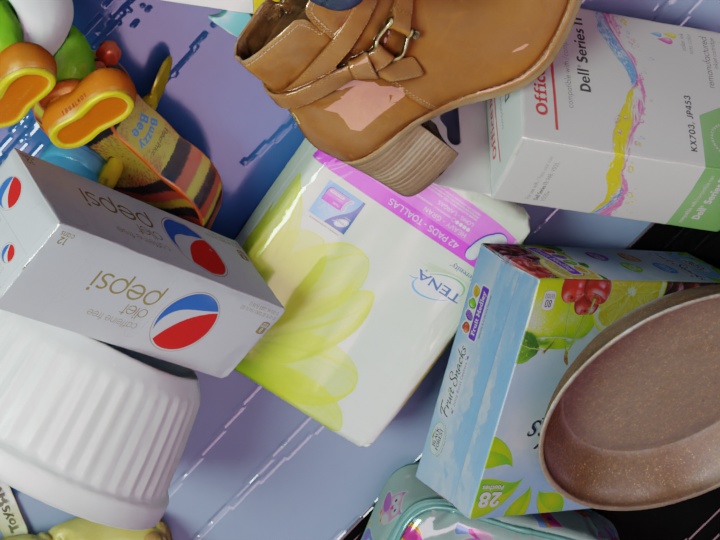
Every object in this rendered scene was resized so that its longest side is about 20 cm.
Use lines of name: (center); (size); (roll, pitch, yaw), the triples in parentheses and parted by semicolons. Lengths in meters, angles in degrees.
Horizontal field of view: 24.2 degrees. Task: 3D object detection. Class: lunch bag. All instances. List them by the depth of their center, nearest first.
lunch bag: (0.091, 0.236, 1.198); (0.199, 0.077, 0.161); (18, 105, -16)

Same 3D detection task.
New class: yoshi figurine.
yoshi figurine: (-0.182, -0.176, 0.940); (0.111, 0.201, 0.113); (-14, 151, -13)

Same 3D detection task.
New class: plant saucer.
plant saucer: (0.200, 0.074, 1.052); (0.199, 0.037, 0.201); (-12, 137, -12)

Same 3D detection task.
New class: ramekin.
ramekin: (-0.189, 0.068, 1.028); (0.202, 0.202, 0.094); (31, 91, -19)

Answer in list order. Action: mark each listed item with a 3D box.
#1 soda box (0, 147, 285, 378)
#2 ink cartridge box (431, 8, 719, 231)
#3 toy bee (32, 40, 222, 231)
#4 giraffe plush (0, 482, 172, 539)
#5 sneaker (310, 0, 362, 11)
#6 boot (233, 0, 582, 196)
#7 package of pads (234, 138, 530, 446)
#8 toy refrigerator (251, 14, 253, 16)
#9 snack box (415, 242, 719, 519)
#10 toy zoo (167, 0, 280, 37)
soda box: (-0.136, 0.001, 0.974); (0.064, 0.068, 0.200); (-48, 144, 14)
ink cartridge box: (0.143, -0.102, 1.061); (0.199, 0.118, 0.067); (7, 147, -13)
toy bee: (-0.158, -0.084, 1.010); (0.199, 0.109, 0.132); (16, 62, -30)
giraffe plush: (-0.195, 0.243, 1.100); (0.172, 0.162, 0.200); (-37, 112, 4)
sneaker: (-0.048, -0.232, 0.893); (0.082, 0.074, 0.200); (-36, 91, -19)
boot: (0.033, -0.152, 0.977); (0.155, 0.074, 0.200); (36, 92, -36)
package of pads: (0.000, 0.000, 1.103); (0.154, 0.068, 0.200); (34, 101, -18)
toy refrigerator: (-0.071, -0.217, 1.010); (0.076, 0.070, 0.200); (-31, 113, 1)
snack box: (0.149, 0.073, 1.119); (0.199, 0.068, 0.169); (3, 110, -37)
toy zoo: (-0.066, -0.230, 0.961); (0.131, 0.020, 0.201); (-6, 107, -16)
